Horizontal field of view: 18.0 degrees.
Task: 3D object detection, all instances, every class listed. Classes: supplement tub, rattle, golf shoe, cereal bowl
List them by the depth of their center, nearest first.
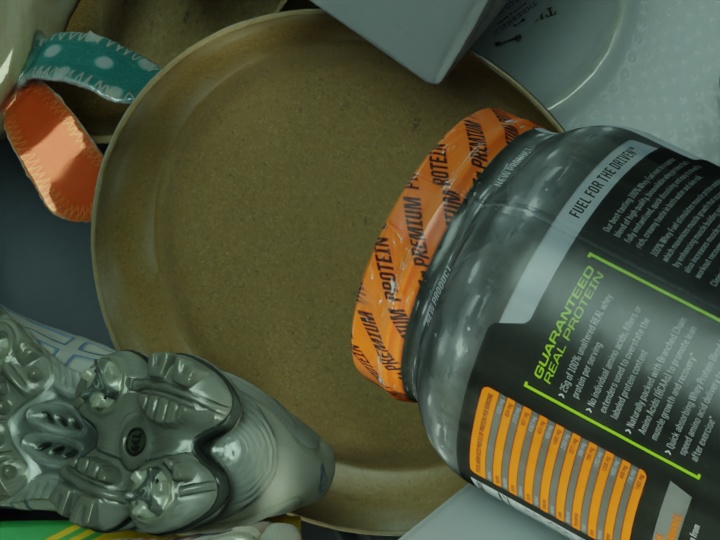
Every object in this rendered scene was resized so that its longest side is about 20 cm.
[{"bbox_3d":[0.104,0.034,0.686,0.199,0.123,0.123,28,81,21],"label":"supplement tub"},{"bbox_3d":[-0.098,0.058,0.815,0.199,0.097,0.079,14,88,40],"label":"golf shoe"},{"bbox_3d":[0.059,-0.081,0.848,0.199,0.083,0.201,-5,72,14],"label":"cereal bowl"},{"bbox_3d":[-0.164,-0.118,0.861,0.130,0.143,0.200,-29,42,11],"label":"rattle"}]

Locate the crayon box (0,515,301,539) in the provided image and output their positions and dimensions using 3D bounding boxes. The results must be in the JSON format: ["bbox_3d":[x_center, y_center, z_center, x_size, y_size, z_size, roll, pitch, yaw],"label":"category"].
[{"bbox_3d":[-0.104,0.188,0.786,0.172,0.058,0.201,-1,72,-5],"label":"crayon box"}]

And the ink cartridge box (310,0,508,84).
[{"bbox_3d":[0.025,-0.179,0.775,0.146,0.084,0.200,34,50,4],"label":"ink cartridge box"}]

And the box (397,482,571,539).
[{"bbox_3d":[0.097,0.164,0.716,0.200,0.097,0.125,30,123,23],"label":"box"}]

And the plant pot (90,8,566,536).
[{"bbox_3d":[0.000,0.000,0.812,0.199,0.027,0.201,8,115,17],"label":"plant pot"}]

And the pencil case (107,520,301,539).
[{"bbox_3d":[-0.110,0.119,0.714,0.199,0.090,0.078,-3,32,10],"label":"pencil case"}]

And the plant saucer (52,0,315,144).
[{"bbox_3d":[-0.062,-0.136,0.890,0.200,0.035,0.201,-24,53,37],"label":"plant saucer"}]
